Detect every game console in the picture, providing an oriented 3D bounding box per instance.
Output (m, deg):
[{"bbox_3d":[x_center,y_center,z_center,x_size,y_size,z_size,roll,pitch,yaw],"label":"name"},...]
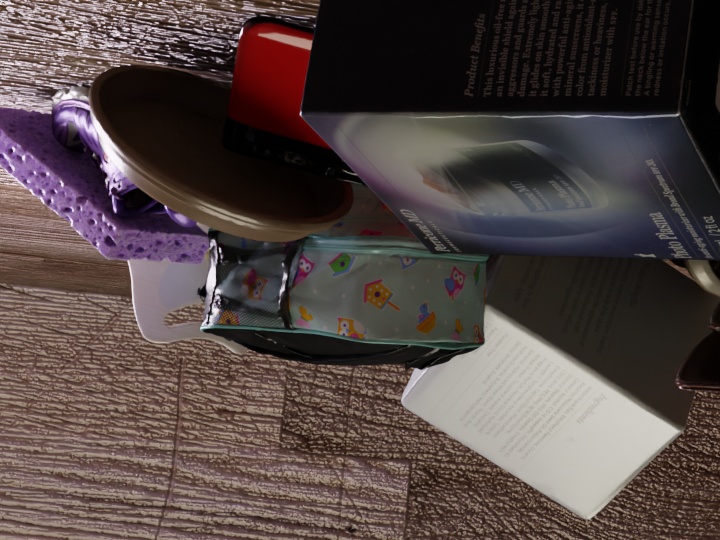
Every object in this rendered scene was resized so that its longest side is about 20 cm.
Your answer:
[{"bbox_3d":[0.015,-0.121,1.275,0.198,0.120,0.173,16,-155,-1],"label":"game console"}]

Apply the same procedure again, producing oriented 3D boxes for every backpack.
[{"bbox_3d":[0.000,0.000,1.414,0.199,0.155,0.175,14,-176,36],"label":"backpack"}]

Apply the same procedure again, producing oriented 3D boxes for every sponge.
[{"bbox_3d":[-0.221,-0.070,1.495,0.200,0.030,0.111,38,-160,31],"label":"sponge"}]

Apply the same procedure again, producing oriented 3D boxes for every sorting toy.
[{"bbox_3d":[-0.142,-0.018,1.699,0.199,0.182,0.106,10,172,-42],"label":"sorting toy"}]

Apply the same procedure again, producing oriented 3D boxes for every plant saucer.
[{"bbox_3d":[-0.099,-0.080,1.291,0.198,0.030,0.201,22,-154,-11],"label":"plant saucer"}]

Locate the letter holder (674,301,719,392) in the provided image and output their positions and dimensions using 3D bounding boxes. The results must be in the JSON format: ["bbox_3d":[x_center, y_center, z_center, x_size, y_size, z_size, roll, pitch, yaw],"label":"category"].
[{"bbox_3d":[0.323,0.020,1.426,0.141,0.102,0.200,-1,-167,26],"label":"letter holder"}]

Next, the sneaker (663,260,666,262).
[{"bbox_3d":[0.221,-0.052,1.689,0.099,0.079,0.200,9,169,34],"label":"sneaker"}]

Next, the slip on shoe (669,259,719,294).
[{"bbox_3d":[0.289,-0.024,1.602,0.060,0.077,0.200,-18,-167,19],"label":"slip on shoe"}]

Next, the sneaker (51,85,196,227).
[{"bbox_3d":[-0.183,-0.086,1.431,0.199,0.084,0.080,23,174,46],"label":"sneaker"}]

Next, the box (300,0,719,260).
[{"bbox_3d":[0.101,-0.092,0.971,0.196,0.124,0.200,2,161,25],"label":"box"}]

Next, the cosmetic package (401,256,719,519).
[{"bbox_3d":[0.173,0.069,1.586,0.199,0.165,0.165,33,136,-5],"label":"cosmetic package"}]
